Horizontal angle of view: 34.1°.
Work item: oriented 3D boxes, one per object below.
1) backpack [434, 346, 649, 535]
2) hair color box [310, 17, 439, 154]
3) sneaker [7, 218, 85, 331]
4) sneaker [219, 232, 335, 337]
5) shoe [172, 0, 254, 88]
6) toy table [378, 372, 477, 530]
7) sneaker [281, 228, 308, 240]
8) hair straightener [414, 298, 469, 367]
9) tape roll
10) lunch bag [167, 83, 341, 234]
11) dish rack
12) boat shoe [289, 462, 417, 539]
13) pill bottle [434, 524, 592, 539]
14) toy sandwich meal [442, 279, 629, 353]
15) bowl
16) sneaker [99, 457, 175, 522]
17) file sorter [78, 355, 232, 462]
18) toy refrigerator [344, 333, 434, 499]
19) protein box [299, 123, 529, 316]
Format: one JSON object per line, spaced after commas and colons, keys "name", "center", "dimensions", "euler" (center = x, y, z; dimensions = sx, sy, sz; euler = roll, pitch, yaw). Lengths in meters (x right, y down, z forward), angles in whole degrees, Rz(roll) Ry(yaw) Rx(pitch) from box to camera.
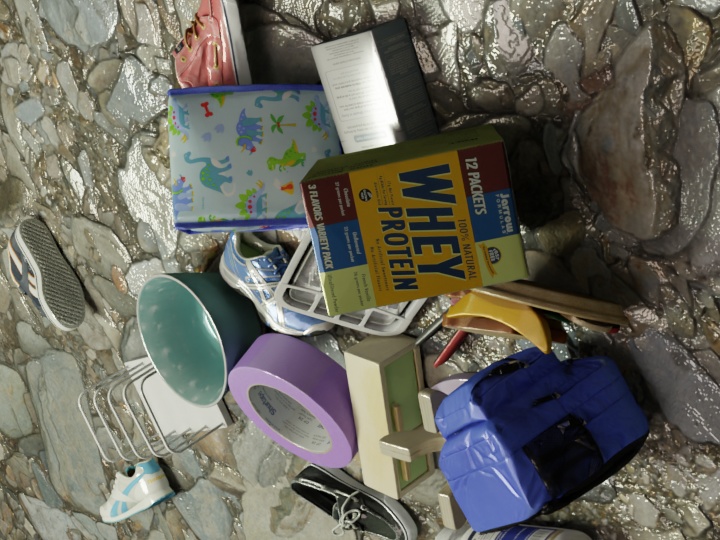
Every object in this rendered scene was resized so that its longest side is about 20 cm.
{"name": "backpack", "center": [0.198, 0.165, 1.249], "dimensions": [0.168, 0.200, 0.162], "euler": [65, 153, 3]}
{"name": "hair color box", "center": [0.026, -0.173, 1.324], "dimensions": [0.099, 0.061, 0.200], "euler": [-4, 109, 45]}
{"name": "sneaker", "center": [-0.523, 0.017, 1.949], "dimensions": [0.079, 0.078, 0.200], "euler": [-35, 76, 43]}
{"name": "sneaker", "center": [-0.113, 0.017, 1.554], "dimensions": [0.200, 0.076, 0.077], "euler": [34, 137, 23]}
{"name": "shoe", "center": [-0.187, -0.287, 1.426], "dimensions": [0.072, 0.091, 0.200], "euler": [-102, 3, -63]}
{"name": "toy table", "center": [0.129, 0.203, 1.402], "dimensions": [0.200, 0.117, 0.184], "euler": [-7, 107, 47]}
{"name": "sneaker", "center": [-0.086, -0.095, 1.483], "dimensions": [0.200, 0.078, 0.091], "euler": [18, 108, 32]}
{"name": "hair straightener", "center": [0.113, 0.029, 1.371], "dimensions": [0.077, 0.041, 0.200], "euler": [46, 137, 14]}
{"name": "tape roll", "center": [-0.079, 0.176, 1.574], "dimensions": [0.200, 0.066, 0.200], "euler": [28, 150, 18]}
{"name": "lunch bag", "center": [-0.120, -0.131, 1.390], "dimensions": [0.200, 0.127, 0.170], "euler": [-4, 90, 2]}
{"name": "dish rack", "center": [0.000, 0.000, 1.400], "dimensions": [0.171, 0.044, 0.200], "euler": [17, 146, -10]}
{"name": "boat shoe", "center": [-0.013, 0.335, 1.649], "dimensions": [0.199, 0.068, 0.074], "euler": [32, 132, 27]}
{"name": "pill bottle", "center": [0.187, 0.369, 1.442], "dimensions": [0.200, 0.116, 0.116], "euler": [-5, 109, 46]}
{"name": "toy sandwich meal", "center": [0.176, 0.049, 1.217], "dimensions": [0.205, 0.205, 0.070], "euler": [15, 94, 38]}
{"name": "bowl", "center": [-0.217, 0.083, 1.666], "dimensions": [0.201, 0.105, 0.201], "euler": [23, 125, 38]}
{"name": "sneaker", "center": [-0.397, 0.385, 2.051], "dimensions": [0.200, 0.076, 0.081], "euler": [-32, 81, 42]}
{"name": "file sorter", "center": [-0.327, 0.216, 1.840], "dimensions": [0.200, 0.124, 0.139], "euler": [-16, 102, 47]}
{"name": "toy refrigerator", "center": [0.041, 0.184, 1.501], "dimensions": [0.070, 0.076, 0.200], "euler": [16, 123, 43]}
{"name": "protein box", "center": [0.056, -0.057, 1.190], "dimensions": [0.198, 0.200, 0.135], "euler": [-11, 101, 5]}
